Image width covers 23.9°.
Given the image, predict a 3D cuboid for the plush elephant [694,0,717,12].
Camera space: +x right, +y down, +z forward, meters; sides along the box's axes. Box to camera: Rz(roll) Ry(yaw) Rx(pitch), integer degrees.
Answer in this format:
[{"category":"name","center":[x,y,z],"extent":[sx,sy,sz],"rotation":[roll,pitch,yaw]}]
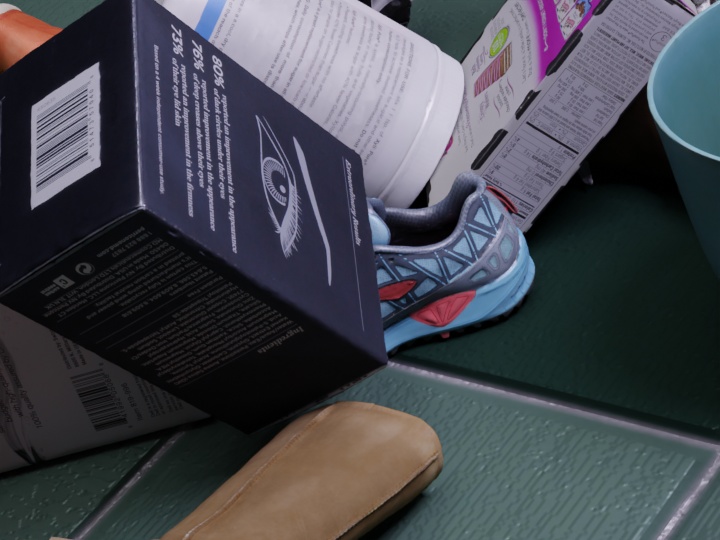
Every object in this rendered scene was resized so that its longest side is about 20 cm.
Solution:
[{"category":"plush elephant","center":[0.215,-0.213,1.162],"extent":[0.163,0.200,0.156],"rotation":[-28,54,13]}]

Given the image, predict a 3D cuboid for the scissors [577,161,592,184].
[{"category":"scissors","center":[0.140,-0.114,1.172],"extent":[0.073,0.014,0.200],"rotation":[-25,31,-9]}]

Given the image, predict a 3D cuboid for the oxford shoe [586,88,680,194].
[{"category":"oxford shoe","center":[0.208,-0.076,1.028],"extent":[0.198,0.073,0.085],"rotation":[4,44,35]}]

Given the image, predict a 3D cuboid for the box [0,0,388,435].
[{"category":"box","center":[-0.087,-0.025,0.898],"extent":[0.104,0.200,0.149],"rotation":[-28,49,26]}]

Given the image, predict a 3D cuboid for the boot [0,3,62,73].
[{"category":"boot","center":[-0.220,-0.148,1.270],"extent":[0.106,0.200,0.076],"rotation":[30,89,9]}]

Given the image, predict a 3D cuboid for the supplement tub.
[{"category":"supplement tub","center":[-0.048,-0.124,1.088],"extent":[0.132,0.199,0.133],"rotation":[-53,20,29]}]

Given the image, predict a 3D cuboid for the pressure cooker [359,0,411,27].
[{"category":"pressure cooker","center":[-0.062,-0.211,1.263],"extent":[0.176,0.178,0.200],"rotation":[1,29,21]}]

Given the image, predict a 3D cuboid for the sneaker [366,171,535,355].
[{"category":"sneaker","center":[0.000,0.000,1.010],"extent":[0.198,0.096,0.079],"rotation":[-23,31,-4]}]

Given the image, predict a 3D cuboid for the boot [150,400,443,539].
[{"category":"boot","center":[-0.078,0.133,0.870],"extent":[0.174,0.067,0.200],"rotation":[10,31,32]}]

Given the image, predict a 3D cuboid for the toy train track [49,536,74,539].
[{"category":"toy train track","center":[-0.139,0.192,0.874],"extent":[0.198,0.033,0.115],"rotation":[4,33,24]}]

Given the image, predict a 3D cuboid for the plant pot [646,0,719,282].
[{"category":"plant pot","center":[0.259,-0.043,0.867],"extent":[0.198,0.162,0.202],"rotation":[-14,34,10]}]

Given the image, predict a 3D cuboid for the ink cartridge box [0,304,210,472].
[{"category":"ink cartridge box","center":[-0.202,0.035,1.025],"extent":[0.198,0.148,0.083],"rotation":[-15,31,7]}]

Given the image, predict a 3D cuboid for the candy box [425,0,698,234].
[{"category":"candy box","center":[0.117,-0.123,1.057],"extent":[0.200,0.061,0.137],"rotation":[-51,22,28]}]
